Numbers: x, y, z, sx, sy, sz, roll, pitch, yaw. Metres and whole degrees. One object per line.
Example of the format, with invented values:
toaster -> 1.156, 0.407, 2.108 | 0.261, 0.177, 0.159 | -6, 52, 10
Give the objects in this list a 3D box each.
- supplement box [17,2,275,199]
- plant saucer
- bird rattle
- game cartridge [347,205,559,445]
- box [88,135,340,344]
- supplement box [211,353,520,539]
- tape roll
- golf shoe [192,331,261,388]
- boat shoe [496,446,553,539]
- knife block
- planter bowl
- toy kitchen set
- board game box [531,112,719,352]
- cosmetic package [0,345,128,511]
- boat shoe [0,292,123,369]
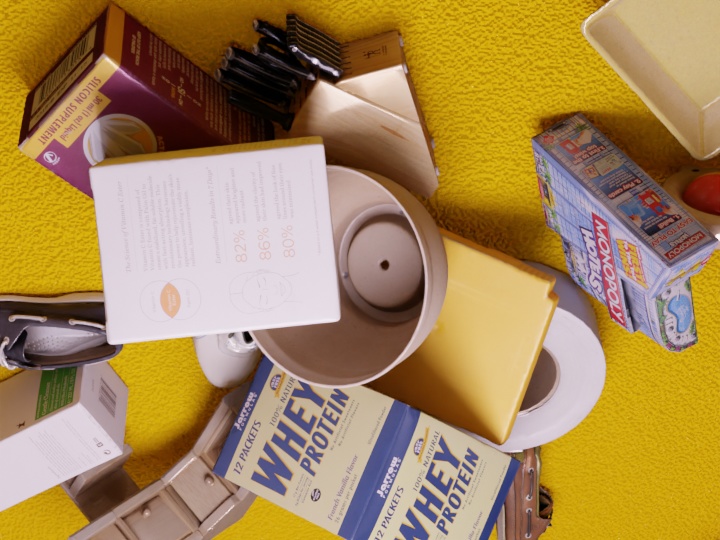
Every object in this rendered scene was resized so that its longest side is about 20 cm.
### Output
supplement box -> -0.192, -0.122, 1.594 | 0.199, 0.104, 0.131 | 34, 116, -26
plant saucer -> 0.329, -0.225, 1.582 | 0.200, 0.049, 0.200 | -36, 120, 21
bird rattle -> 0.354, -0.047, 1.637 | 0.162, 0.200, 0.113 | 11, 129, 19
game cartridge -> 0.079, 0.052, 1.704 | 0.199, 0.032, 0.177 | 24, 110, 14
box -> -0.122, -0.029, 1.504 | 0.198, 0.106, 0.154 | -5, 98, 0
supplement box -> 0.006, 0.189, 1.690 | 0.199, 0.199, 0.135 | 30, 82, -47
tape roll -> 0.148, 0.089, 1.790 | 0.201, 0.071, 0.204 | -2, 126, -3
golf shoe -> -0.124, 0.054, 1.733 | 0.078, 0.098, 0.201 | 6, 127, -10
boat shoe -> 0.180, 0.271, 1.926 | 0.067, 0.072, 0.201 | -10, 127, 5
knife block -> -0.033, -0.144, 1.612 | 0.174, 0.064, 0.201 | -14, 126, 8
planter bowl -> 0.000, 0.000, 1.627 | 0.199, 0.135, 0.202 | 3, 97, 27
toy kitchen set -> -0.211, 0.199, 1.781 | 0.163, 0.200, 0.181 | 48, 137, 12
board game box -> 0.253, -0.017, 1.636 | 0.061, 0.200, 0.201 | -28, 128, -17
cosmetic package -> -0.343, 0.169, 1.799 | 0.199, 0.108, 0.085 | -26, 124, 13
boat shoe -> -0.331, 0.069, 1.754 | 0.198, 0.061, 0.074 | -4, 128, 0
